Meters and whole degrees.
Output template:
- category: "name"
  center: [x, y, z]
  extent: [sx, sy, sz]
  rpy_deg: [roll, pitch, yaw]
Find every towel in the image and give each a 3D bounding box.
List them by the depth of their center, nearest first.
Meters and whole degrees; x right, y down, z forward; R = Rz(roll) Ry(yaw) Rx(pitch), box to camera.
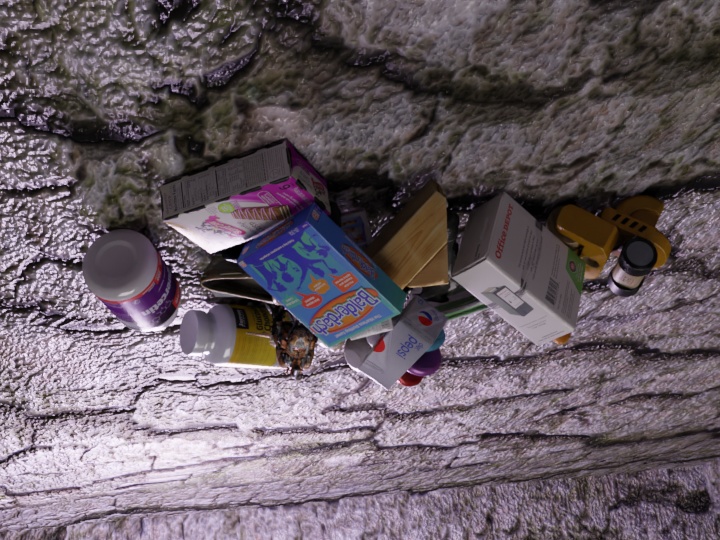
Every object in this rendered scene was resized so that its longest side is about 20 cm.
- category: "towel"
  center: [0.174, 0.038, 1.692]
  extent: [0.152, 0.023, 0.200]
  rpy_deg: [-21, -165, 25]

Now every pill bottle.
- category: "pill bottle"
  center: [-0.344, 0.024, 1.509]
  extent: [0.112, 0.113, 0.200]
  rpy_deg: [-10, 156, 2]
- category: "pill bottle"
  center: [-0.217, 0.118, 1.763]
  extent: [0.199, 0.112, 0.112]
  rpy_deg: [7, 151, -33]

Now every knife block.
- category: "knife block"
  center: [0.042, -0.027, 1.460]
  extent: [0.175, 0.064, 0.201]
  rpy_deg: [-5, 113, -3]

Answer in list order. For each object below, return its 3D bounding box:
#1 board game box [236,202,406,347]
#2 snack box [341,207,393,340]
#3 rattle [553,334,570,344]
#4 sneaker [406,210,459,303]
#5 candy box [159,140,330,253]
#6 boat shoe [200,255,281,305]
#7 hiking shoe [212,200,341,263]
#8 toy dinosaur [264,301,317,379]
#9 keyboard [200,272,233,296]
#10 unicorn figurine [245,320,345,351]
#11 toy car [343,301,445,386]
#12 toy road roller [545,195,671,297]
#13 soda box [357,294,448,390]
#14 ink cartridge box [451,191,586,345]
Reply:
- category: "board game box"
  center: [-0.055, 0.012, 1.406]
  extent: [0.152, 0.045, 0.200]
  rpy_deg: [-29, 118, 37]
- category: "snack box"
  center: [-0.005, 0.007, 1.518]
  extent: [0.072, 0.201, 0.024]
  rpy_deg: [-14, -161, 0]
- category: "rattle"
  center: [0.298, 0.063, 1.736]
  extent: [0.130, 0.143, 0.200]
  rpy_deg: [-17, 178, -39]
- category: "sneaker"
  center: [0.139, -0.017, 1.595]
  extent: [0.090, 0.067, 0.200]
  rpy_deg: [16, 134, -6]
- category: "candy box"
  center: [-0.160, -0.098, 1.368]
  extent: [0.199, 0.061, 0.136]
  rpy_deg: [-17, 156, 17]
- category: "boat shoe"
  center: [-0.152, 0.025, 1.544]
  extent: [0.200, 0.063, 0.073]
  rpy_deg: [17, 137, 10]
- category: "hiking shoe"
  center: [-0.118, -0.048, 1.456]
  extent: [0.200, 0.075, 0.087]
  rpy_deg: [-24, 171, 29]
- category: "toy dinosaur"
  center: [-0.112, 0.120, 1.605]
  extent: [0.102, 0.136, 0.200]
  rpy_deg: [12, 151, -26]
- category: "keyboard"
  center: [-0.168, 0.021, 1.605]
  extent: [0.199, 0.011, 0.056]
  rpy_deg: [-1, 132, 26]
- category: "unicorn figurine"
  center: [-0.081, 0.094, 1.739]
  extent: [0.200, 0.138, 0.074]
  rpy_deg: [30, 174, -38]
- category: "toy car"
  center: [0.082, 0.137, 1.806]
  extent: [0.175, 0.150, 0.200]
  rpy_deg: [-27, 166, -41]
- category: "toy road roller"
  center: [0.414, -0.063, 1.620]
  extent: [0.200, 0.146, 0.123]
  rpy_deg: [26, 160, 12]
- category: "soda box"
  center: [0.068, 0.123, 1.627]
  extent: [0.068, 0.063, 0.200]
  rpy_deg: [36, 145, 0]
- category: "ink cartridge box"
  center: [0.251, -0.002, 1.536]
  extent: [0.200, 0.146, 0.084]
  rpy_deg: [37, 139, -21]
